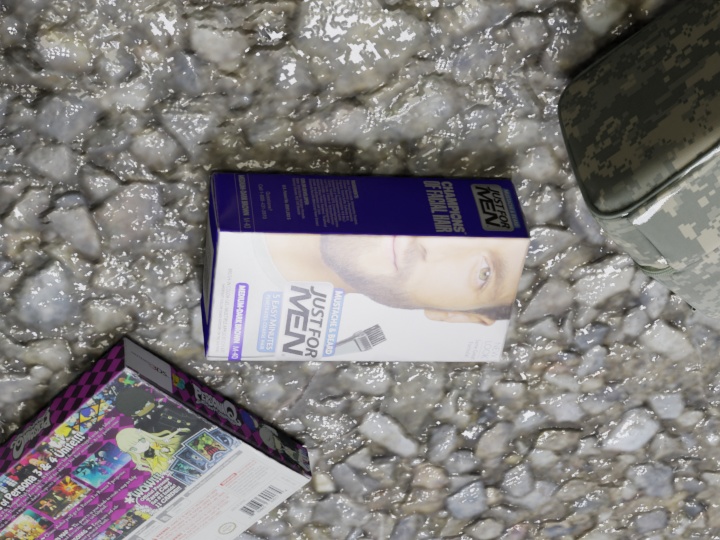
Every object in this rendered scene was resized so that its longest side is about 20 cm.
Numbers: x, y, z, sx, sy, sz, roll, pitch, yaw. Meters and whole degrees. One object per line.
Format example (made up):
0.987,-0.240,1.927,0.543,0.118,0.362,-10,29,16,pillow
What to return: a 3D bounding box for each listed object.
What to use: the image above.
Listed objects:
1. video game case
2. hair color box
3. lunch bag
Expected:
-0.166,0.156,1.104,0.200,0.036,0.181,-40,126,23,video game case
0.000,0.000,0.979,0.197,0.065,0.110,0,131,-12,hair color box
0.237,-0.071,0.906,0.199,0.140,0.167,-35,127,21,lunch bag
